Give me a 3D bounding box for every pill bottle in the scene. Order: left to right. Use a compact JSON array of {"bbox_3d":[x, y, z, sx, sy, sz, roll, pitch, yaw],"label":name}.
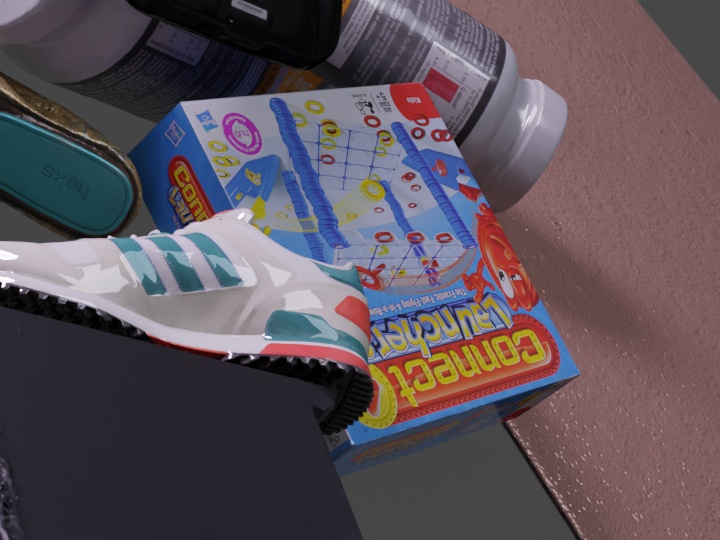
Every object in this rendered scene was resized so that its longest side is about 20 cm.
[{"bbox_3d":[-0.129,-0.148,0.931,0.117,0.116,0.200,54,17,24],"label":"pill bottle"},{"bbox_3d":[0.032,-0.127,1.158,0.200,0.116,0.117,31,29,-17],"label":"pill bottle"}]

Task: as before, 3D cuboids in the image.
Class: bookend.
[{"bbox_3d":[-0.080,0.129,0.668,0.199,0.092,0.199,16,38,-41],"label":"bookend"}]

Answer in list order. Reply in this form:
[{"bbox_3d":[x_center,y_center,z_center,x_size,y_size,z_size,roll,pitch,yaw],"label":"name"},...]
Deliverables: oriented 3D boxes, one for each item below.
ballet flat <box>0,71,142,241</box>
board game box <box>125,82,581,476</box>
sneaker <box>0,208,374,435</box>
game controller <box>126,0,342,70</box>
[{"bbox_3d":[-0.199,-0.078,0.861,0.199,0.071,0.071,31,29,-18],"label":"ballet flat"},{"bbox_3d":[0.000,0.000,0.931,0.200,0.056,0.196,-12,69,-49],"label":"board game box"},{"bbox_3d":[-0.088,0.012,0.801,0.199,0.070,0.094,13,46,-8],"label":"sneaker"},{"bbox_3d":[-0.064,-0.167,0.891,0.042,0.105,0.200,9,-1,29],"label":"game controller"}]
